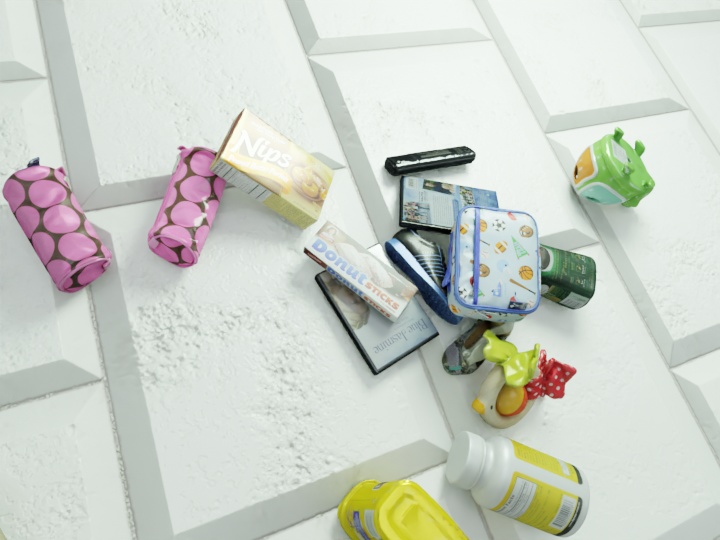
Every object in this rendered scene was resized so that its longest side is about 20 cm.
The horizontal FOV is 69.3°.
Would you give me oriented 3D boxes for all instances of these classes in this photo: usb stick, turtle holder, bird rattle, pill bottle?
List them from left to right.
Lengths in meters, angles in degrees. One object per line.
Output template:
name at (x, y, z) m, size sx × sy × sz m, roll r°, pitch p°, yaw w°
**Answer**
usb stick at (0.143, -0.226, 1.070) m, size 0.198 × 0.033 × 0.056 m, roll -13°, pitch 37°, yaw -20°
pill bottle at (0.240, 0.326, 0.813) m, size 0.199 × 0.111 × 0.112 m, roll 24°, pitch 63°, yaw -5°
bird rattle at (0.261, 0.190, 0.883) m, size 0.164 × 0.200 × 0.112 m, roll -54°, pitch 45°, yaw 0°
turtle holder at (0.543, -0.209, 1.119) m, size 0.184 × 0.132 × 0.142 m, roll -4°, pitch 70°, yaw -39°

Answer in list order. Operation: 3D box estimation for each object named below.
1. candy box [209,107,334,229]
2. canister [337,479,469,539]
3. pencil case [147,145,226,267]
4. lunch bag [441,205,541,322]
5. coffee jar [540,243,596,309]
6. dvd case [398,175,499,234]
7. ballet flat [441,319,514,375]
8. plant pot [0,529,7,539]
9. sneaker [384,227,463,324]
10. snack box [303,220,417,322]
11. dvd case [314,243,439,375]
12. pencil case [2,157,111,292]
candy box at (-0.150, -0.176, 0.919) m, size 0.199 × 0.055 × 0.116 m, roll 32°, pitch 58°, yaw -25°
canister at (0.055, 0.353, 0.700) m, size 0.149 × 0.200 × 0.086 m, roll 46°, pitch 64°, yaw 7°
pencil case at (-0.290, -0.111, 0.875) m, size 0.093 × 0.090 × 0.202 m, roll 33°, pitch 53°, yaw -40°
lunch bag at (0.224, -0.009, 0.896) m, size 0.159 × 0.076 × 0.202 m, roll 8°, pitch 69°, yaw -4°
coffee jar at (0.343, -0.002, 1.000) m, size 0.198 × 0.085 × 0.105 m, roll 19°, pitch 64°, yaw -6°
dvd case at (0.172, -0.120, 1.005) m, size 0.198 × 0.018 × 0.143 m, roll 9°, pitch 47°, yaw -3°
ballet flat at (0.229, 0.117, 0.926) m, size 0.200 × 0.072 × 0.072 m, roll -38°, pitch 81°, yaw -26°
plant pot at (-0.461, 0.368, 0.572) m, size 0.200 × 0.200 × 0.184 m, roll -40°, pitch 93°, yaw -26°
sneaker at (0.133, 0.002, 0.950) m, size 0.078 × 0.070 × 0.200 m, roll -35°, pitch 79°, yaw -19°
snack box at (0.000, 0.000, 0.901) m, size 0.199 × 0.024 × 0.072 m, roll 37°, pitch 62°, yaw 4°
dvd case at (0.029, 0.062, 0.914) m, size 0.142 × 0.018 × 0.201 m, roll -27°, pitch 77°, yaw -25°
pencil case at (-0.461, -0.067, 0.802) m, size 0.093 × 0.091 × 0.201 m, roll -27°, pitch 78°, yaw -36°
